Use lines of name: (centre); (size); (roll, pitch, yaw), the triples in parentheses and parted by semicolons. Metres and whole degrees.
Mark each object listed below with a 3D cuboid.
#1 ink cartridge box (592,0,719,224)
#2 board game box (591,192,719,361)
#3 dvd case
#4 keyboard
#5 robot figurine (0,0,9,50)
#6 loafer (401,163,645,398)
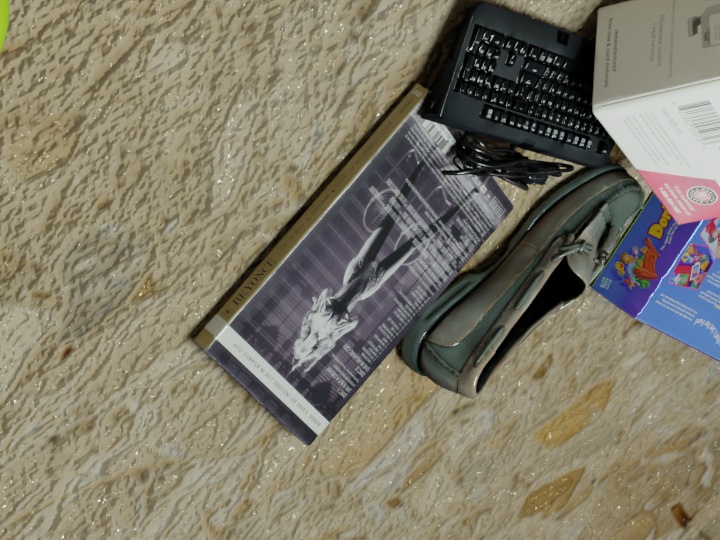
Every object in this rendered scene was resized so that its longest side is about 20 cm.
ink cartridge box: (0.261, -0.111, 1.442); (0.147, 0.200, 0.083); (46, 42, -47)
board game box: (0.260, -0.009, 1.675); (0.135, 0.045, 0.200); (-57, 144, 6)
dvd case: (0.000, 0.000, 1.418); (0.200, 0.016, 0.149); (-50, 145, -6)
keyboard: (0.113, -0.093, 1.429); (0.200, 0.040, 0.104); (10, 105, -53)
robot figurine: (-0.231, -0.088, 0.998); (0.200, 0.116, 0.175); (-48, 146, -6)
loafer: (0.118, 0.012, 1.519); (0.200, 0.063, 0.072); (-39, 143, -17)
